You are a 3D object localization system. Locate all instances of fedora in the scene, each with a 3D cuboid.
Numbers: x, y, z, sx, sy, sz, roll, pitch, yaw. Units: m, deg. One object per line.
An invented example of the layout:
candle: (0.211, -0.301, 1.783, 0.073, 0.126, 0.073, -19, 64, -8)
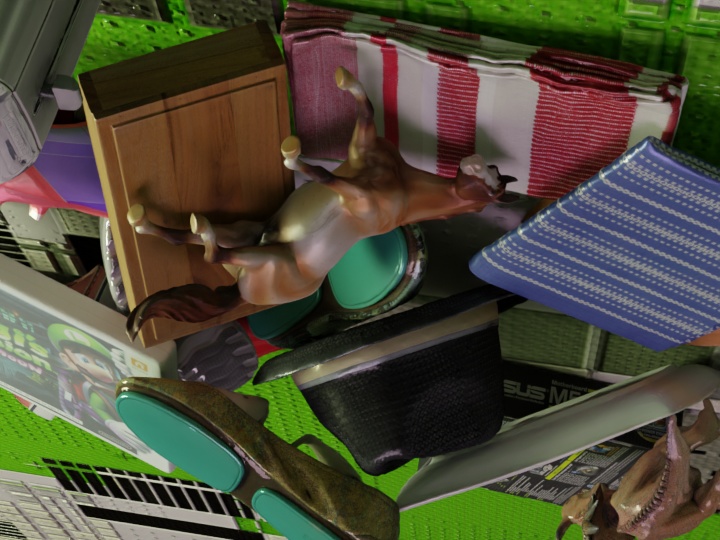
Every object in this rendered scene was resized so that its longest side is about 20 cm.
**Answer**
fedora: (0.033, 0.073, 1.085, 0.200, 0.092, 0.201, -19, 176, -1)

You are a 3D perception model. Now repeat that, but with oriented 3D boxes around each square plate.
square plate: (0.135, 0.105, 1.155, 0.198, 0.029, 0.200, -23, 175, 20)

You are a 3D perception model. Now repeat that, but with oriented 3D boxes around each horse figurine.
horse figurine: (-0.032, -0.026, 0.900, 0.200, 0.050, 0.132, -34, 146, 15)

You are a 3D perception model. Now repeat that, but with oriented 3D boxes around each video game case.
video game case: (-0.209, 0.051, 1.149, 0.199, 0.023, 0.182, 26, 153, 10)

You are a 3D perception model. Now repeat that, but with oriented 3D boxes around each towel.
towel: (0.162, -0.011, 0.946, 0.144, 0.024, 0.200, 21, 155, -17)
towel: (0.059, -0.076, 0.889, 0.199, 0.023, 0.144, 11, 159, 7)

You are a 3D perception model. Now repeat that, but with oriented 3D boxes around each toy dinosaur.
toy dinosaur: (0.199, 0.160, 1.193, 0.135, 0.086, 0.200, -28, 163, 0)

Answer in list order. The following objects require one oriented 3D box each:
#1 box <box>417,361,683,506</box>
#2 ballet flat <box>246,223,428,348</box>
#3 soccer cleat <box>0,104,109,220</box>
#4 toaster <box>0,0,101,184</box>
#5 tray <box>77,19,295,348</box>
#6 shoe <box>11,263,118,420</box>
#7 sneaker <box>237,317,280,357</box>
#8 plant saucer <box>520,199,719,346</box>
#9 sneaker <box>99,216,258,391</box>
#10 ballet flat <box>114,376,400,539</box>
box: (0.143, 0.132, 1.355, 0.160, 0.044, 0.200, 13, 158, -5)
ballet flat: (0.000, 0.000, 1.085, 0.074, 0.075, 0.200, 22, 158, -27)
soccer cleat: (-0.128, -0.061, 0.983, 0.199, 0.077, 0.067, 8, -160, -31)
toaster: (-0.216, -0.119, 0.783, 0.199, 0.130, 0.114, 9, 158, 5)
tray: (-0.085, -0.039, 0.926, 0.098, 0.037, 0.200, -18, 147, -11)
shoe: (-0.231, 0.037, 1.255, 0.091, 0.072, 0.200, 30, 144, -9)
sneaker: (-0.113, 0.080, 1.245, 0.200, 0.116, 0.078, -10, 152, 44)
plant saucer: (0.191, 0.002, 1.028, 0.199, 0.032, 0.200, 9, 158, 4)
sneaker: (-0.129, 0.003, 1.120, 0.075, 0.082, 0.200, -29, 140, -12)
ballet flat: (-0.059, 0.116, 1.078, 0.200, 0.071, 0.071, 36, 156, -1)
